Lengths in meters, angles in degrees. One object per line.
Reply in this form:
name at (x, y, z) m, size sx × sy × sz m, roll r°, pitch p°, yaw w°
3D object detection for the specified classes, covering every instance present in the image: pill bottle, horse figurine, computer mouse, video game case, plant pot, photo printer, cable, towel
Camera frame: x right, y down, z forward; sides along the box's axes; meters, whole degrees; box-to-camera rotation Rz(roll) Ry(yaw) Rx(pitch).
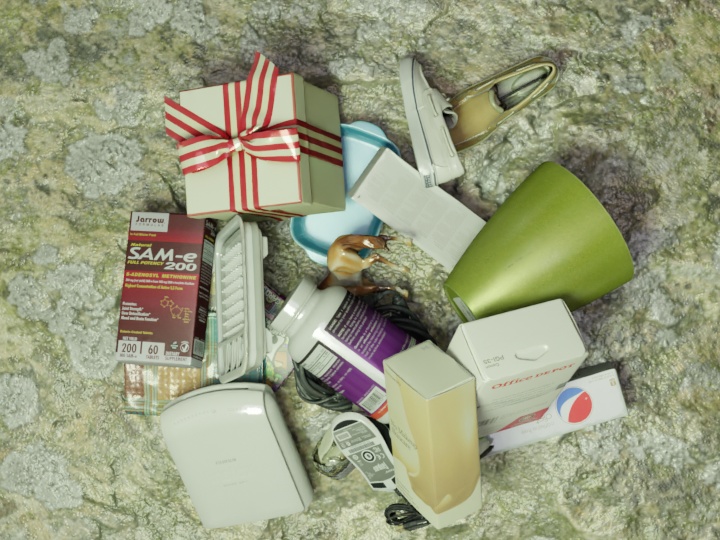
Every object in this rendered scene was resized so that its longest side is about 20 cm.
pill bottle at (-0.012, 0.096, 1.607) m, size 0.199 × 0.112 × 0.113 m, roll 36°, pitch 96°, yaw -5°
horse figurine at (0.000, 0.000, 1.676) m, size 0.131 × 0.200 × 0.050 m, roll 5°, pitch 58°, yaw 2°
computer mouse at (0.038, 0.253, 1.657) m, size 0.109 × 0.044 × 0.201 m, roll -23°, pitch 109°, yaw 35°
video game case at (-0.180, 0.090, 1.751) m, size 0.200 × 0.036 × 0.182 m, roll 40°, pitch 98°, yaw 1°
plant pot at (0.209, -0.005, 1.612) m, size 0.199 × 0.187 × 0.188 m, roll -36°, pitch 91°, yaw -8°
photo printer at (-0.169, 0.243, 1.707) m, size 0.165 × 0.070 × 0.201 m, roll -12°, pitch 115°, yaw 14°
cable at (0.002, 0.120, 1.716) m, size 0.199 × 0.051 × 0.163 m, roll -34°, pitch 117°, yaw 13°
towel at (-0.226, 0.129, 1.731) m, size 0.198 × 0.022 × 0.148 m, roll 1°, pitch 96°, yaw 7°

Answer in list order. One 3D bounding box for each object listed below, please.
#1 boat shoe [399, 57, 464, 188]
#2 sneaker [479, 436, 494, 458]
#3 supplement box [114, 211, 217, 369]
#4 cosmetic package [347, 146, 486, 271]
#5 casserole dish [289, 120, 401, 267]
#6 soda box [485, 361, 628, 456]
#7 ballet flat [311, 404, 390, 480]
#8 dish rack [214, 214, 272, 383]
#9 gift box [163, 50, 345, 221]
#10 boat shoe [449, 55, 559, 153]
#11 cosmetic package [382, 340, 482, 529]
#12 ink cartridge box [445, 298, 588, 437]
boat shoe at (0.093, -0.199, 1.653) m, size 0.065 × 0.072 × 0.201 m, roll -12°, pitch 53°, yaw 5°
sneaker at (0.080, 0.223, 1.704) m, size 0.199 × 0.077 × 0.089 m, roll -16°, pitch 89°, yaw 28°
supplement box at (-0.258, 0.026, 1.694) m, size 0.108 × 0.061 × 0.202 m, roll 3°, pitch 81°, yaw 9°
cosmetic package at (0.086, -0.073, 1.685) m, size 0.199 × 0.051 × 0.083 m, roll 36°, pitch 90°, yaw -13°
casserole dish at (-0.019, -0.103, 1.721) m, size 0.120 × 0.039 × 0.201 m, roll 20°, pitch 95°, yaw 3°
soda box at (0.253, 0.185, 1.708) m, size 0.199 × 0.064 × 0.069 m, roll -17°, pitch 93°, yaw 7°
ballet flat at (0.004, 0.208, 1.696) m, size 0.072 × 0.072 × 0.200 m, roll 44°, pitch 113°, yaw 0°
dish rack at (-0.150, 0.039, 1.631) m, size 0.043 × 0.172 × 0.202 m, roll -1°, pitch 80°, yaw -18°
gift box at (-0.135, -0.165, 1.631) m, size 0.183 × 0.187 × 0.202 m, roll -11°, pitch 85°, yaw 19°
boat shoe at (0.171, -0.221, 1.676) m, size 0.199 × 0.076 × 0.072 m, roll -36°, pitch 93°, yaw 8°
cosmetic package at (0.088, 0.199, 1.535) m, size 0.071 × 0.105 × 0.201 m, roll -22°, pitch 123°, yaw -23°
ink cartridge box at (0.177, 0.128, 1.571) m, size 0.145 × 0.200 × 0.083 m, roll -13°, pitch 63°, yaw -18°
